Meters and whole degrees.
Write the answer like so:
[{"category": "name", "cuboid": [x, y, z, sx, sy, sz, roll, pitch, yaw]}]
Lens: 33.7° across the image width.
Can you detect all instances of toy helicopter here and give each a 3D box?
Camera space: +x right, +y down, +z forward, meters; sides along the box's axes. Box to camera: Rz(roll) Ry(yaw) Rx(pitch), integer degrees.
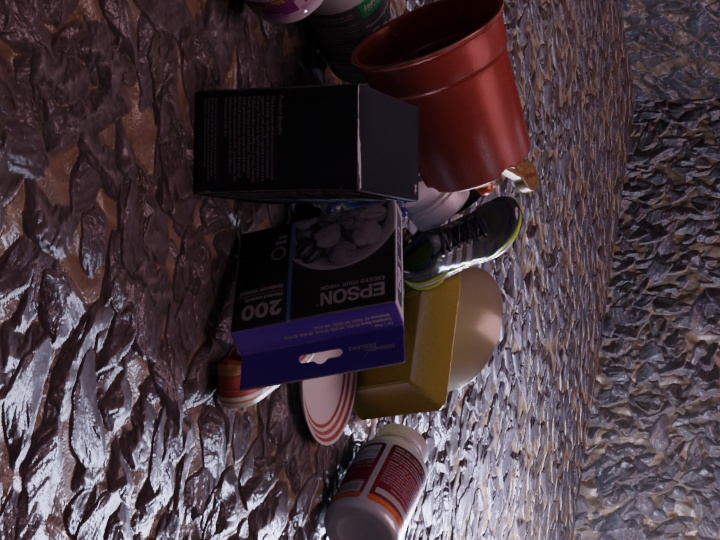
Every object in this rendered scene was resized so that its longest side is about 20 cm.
[{"category": "toy helicopter", "cuboid": [0.193, -0.155, 1.701, 0.200, 0.079, 0.132, 26, 57, -42]}]

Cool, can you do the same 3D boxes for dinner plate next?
[{"category": "dinner plate", "cuboid": [-0.048, 0.139, 1.632, 0.200, 0.024, 0.200, 2, 90, -68]}]

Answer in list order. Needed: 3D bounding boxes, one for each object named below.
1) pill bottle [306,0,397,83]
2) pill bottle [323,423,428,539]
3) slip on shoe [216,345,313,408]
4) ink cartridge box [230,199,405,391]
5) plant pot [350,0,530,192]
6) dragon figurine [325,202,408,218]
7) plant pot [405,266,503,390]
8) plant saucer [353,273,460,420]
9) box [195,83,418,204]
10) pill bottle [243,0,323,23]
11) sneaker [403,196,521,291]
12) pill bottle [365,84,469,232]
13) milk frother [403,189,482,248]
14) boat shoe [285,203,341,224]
[{"category": "pill bottle", "cuboid": [-0.018, -0.350, 1.559, 0.200, 0.113, 0.113, 61, 37, -52]}, {"category": "pill bottle", "cuboid": [0.031, 0.315, 1.719, 0.200, 0.113, 0.113, -56, 141, -53]}, {"category": "slip on shoe", "cuboid": [-0.109, 0.095, 1.417, 0.200, 0.074, 0.061, -39, 124, -57]}, {"category": "ink cartridge box", "cuboid": [-0.048, 0.027, 1.330, 0.043, 0.198, 0.200, 58, 25, -50]}, {"category": "plant pot", "cuboid": [0.115, -0.217, 1.499, 0.195, 0.201, 0.201, 66, 31, -26]}, {"category": "dragon figurine", "cuboid": [-0.011, -0.125, 1.502, 0.059, 0.099, 0.200, 7, 52, -52]}, {"category": "plant pot", "cuboid": [0.103, 0.072, 1.830, 0.134, 0.200, 0.201, 21, 68, -32]}, {"category": "plant saucer", "cuboid": [0.053, 0.107, 1.714, 0.048, 0.200, 0.200, 21, 68, -32]}, {"category": "box", "cuboid": [-0.055, -0.141, 1.362, 0.200, 0.198, 0.123, 0, 91, -69]}, {"category": "pill bottle", "cuboid": [-0.116, -0.364, 1.311, 0.200, 0.112, 0.112, 38, 56, -63]}, {"category": "sneaker", "cuboid": [0.129, -0.036, 1.613, 0.081, 0.200, 0.074, 15, 44, -62]}, {"category": "pill bottle", "cuboid": [0.054, -0.154, 1.637, 0.200, 0.120, 0.120, 48, 38, -17]}, {"category": "milk frother", "cuboid": [0.069, -0.153, 1.782, 0.188, 0.180, 0.200, 41, 78, -20]}, {"category": "boat shoe", "cuboid": [-0.058, -0.067, 1.527, 0.072, 0.070, 0.201, 64, 26, -28]}]
